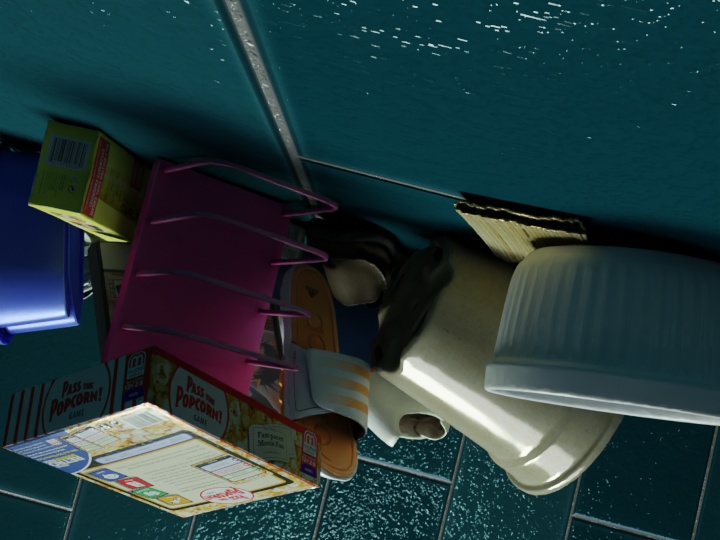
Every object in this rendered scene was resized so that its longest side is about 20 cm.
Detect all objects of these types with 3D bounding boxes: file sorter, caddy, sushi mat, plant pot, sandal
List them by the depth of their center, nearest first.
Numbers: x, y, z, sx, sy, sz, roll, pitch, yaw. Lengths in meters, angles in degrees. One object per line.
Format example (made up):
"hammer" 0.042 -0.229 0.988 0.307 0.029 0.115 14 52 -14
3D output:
"sushi mat" 0.133 -0.021 0.857 0.095 0.012 0.200 11 174 17
"file sorter" -0.114 0.020 0.952 0.138 0.202 0.125 19 170 -31
"sandal" -0.029 0.077 0.989 0.079 0.209 0.059 17 143 -41
"plant pot" 0.116 0.067 1.004 0.182 0.202 0.200 28 171 -16
"caddy" -0.338 -0.027 1.136 0.104 0.203 0.141 0 171 -6

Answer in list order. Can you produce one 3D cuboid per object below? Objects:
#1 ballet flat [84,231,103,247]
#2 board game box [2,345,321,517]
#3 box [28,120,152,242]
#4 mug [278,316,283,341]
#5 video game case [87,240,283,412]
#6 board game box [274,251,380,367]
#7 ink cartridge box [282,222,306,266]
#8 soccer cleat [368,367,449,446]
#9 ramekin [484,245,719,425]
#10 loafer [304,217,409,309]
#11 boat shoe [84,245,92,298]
"ballet flat" -0.300 -0.058 1.307 0.067 0.071 0.200 27 177 11
"board game box" -0.147 0.133 0.877 0.150 0.047 0.200 -18 145 29
"box" -0.227 -0.070 1.006 0.050 0.076 0.200 11 173 9
"mug" -0.143 0.097 1.198 0.150 0.152 0.187 55 175 27
"video game case" -0.151 0.072 1.039 0.179 0.202 0.025 1 160 -37
"board game box" -0.013 0.056 1.189 0.157 0.039 0.200 -10 -133 -32
"ink cartridge box" -0.175 -0.052 1.185 0.198 0.049 0.145 7 172 37
"soccer cleat" 0.076 0.126 1.102 0.199 0.070 0.078 -7 -128 -42
"ramekin" 0.194 0.049 0.823 0.198 0.106 0.200 9 173 1
"loafer" 0.000 0.000 1.103 0.072 0.072 0.200 12 174 24
"boat shoe" -0.254 0.002 1.273 0.198 0.063 0.073 -6 173 11
